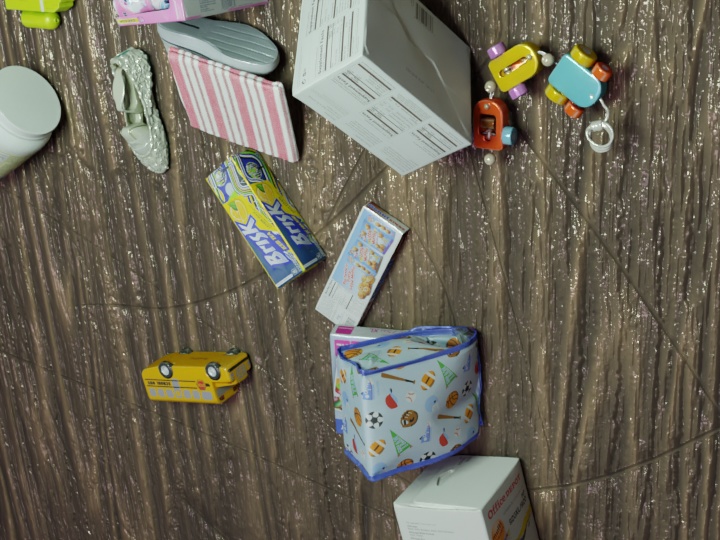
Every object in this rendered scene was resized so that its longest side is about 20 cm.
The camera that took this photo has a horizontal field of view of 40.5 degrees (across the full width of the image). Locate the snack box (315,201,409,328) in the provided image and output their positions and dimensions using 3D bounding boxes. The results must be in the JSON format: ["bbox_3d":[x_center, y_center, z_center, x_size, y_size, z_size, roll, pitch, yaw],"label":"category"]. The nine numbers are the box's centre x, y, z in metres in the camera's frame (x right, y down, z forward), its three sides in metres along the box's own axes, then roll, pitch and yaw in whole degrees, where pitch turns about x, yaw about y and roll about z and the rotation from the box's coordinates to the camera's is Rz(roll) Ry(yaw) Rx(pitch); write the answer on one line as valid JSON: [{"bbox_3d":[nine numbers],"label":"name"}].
[{"bbox_3d":[0.000,0.000,1.421,0.072,0.024,0.200,36,125,14],"label":"snack box"}]

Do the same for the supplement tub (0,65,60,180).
[{"bbox_3d":[-0.609,-0.242,1.633,0.200,0.145,0.145,-25,95,37],"label":"supplement tub"}]

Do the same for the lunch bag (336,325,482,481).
[{"bbox_3d":[0.076,0.175,1.357,0.124,0.199,0.171,-144,46,-61],"label":"lunch bag"}]

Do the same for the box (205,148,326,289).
[{"bbox_3d":[-0.140,-0.078,1.454,0.070,0.064,0.200,-33,91,37],"label":"box"}]

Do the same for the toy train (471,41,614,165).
[{"bbox_3d":[0.219,-0.205,1.182,0.199,0.056,0.151,6,114,34],"label":"toy train"}]

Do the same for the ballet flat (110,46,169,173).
[{"bbox_3d":[-0.352,-0.244,1.520,0.072,0.072,0.201,3,112,31],"label":"ballet flat"}]

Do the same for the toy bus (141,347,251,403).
[{"bbox_3d":[-0.275,0.179,1.645,0.199,0.065,0.079,-2,109,33],"label":"toy bus"}]

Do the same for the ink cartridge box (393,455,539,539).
[{"bbox_3d":[0.161,0.388,1.404,0.144,0.147,0.201,-6,107,34],"label":"ink cartridge box"}]

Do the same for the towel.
[{"bbox_3d":[-0.179,-0.239,1.396,0.199,0.030,0.147,22,150,21],"label":"towel"}]

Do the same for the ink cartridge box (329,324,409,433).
[{"bbox_3d":[0.020,0.182,1.461,0.119,0.042,0.201,3,114,16],"label":"ink cartridge box"}]

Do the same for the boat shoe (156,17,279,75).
[{"bbox_3d":[-0.200,-0.316,1.401,0.200,0.074,0.067,27,149,20],"label":"boat shoe"}]

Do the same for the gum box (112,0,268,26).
[{"bbox_3d":[-0.228,-0.372,1.300,0.113,0.200,0.066,3,111,30],"label":"gum box"}]

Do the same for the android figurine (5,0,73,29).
[{"bbox_3d":[-0.514,-0.474,1.541,0.199,0.041,0.183,10,114,30],"label":"android figurine"}]

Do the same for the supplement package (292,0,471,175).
[{"bbox_3d":[0.031,-0.239,1.164,0.111,0.156,0.200,-21,142,36],"label":"supplement package"}]
